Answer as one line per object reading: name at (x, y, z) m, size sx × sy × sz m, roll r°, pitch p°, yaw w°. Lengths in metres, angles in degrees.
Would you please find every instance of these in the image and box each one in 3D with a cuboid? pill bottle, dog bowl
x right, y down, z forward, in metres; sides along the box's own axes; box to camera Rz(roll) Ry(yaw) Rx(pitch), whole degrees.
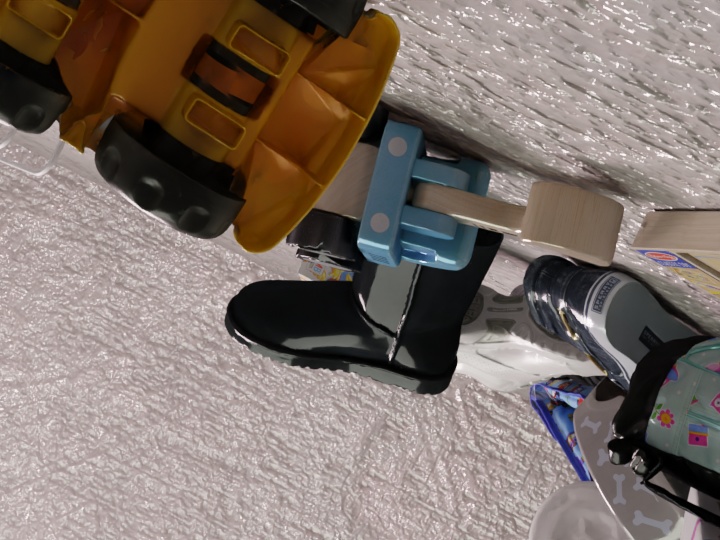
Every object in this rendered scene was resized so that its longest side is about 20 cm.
pill bottle at (0.239, 0.254, 1.253) m, size 0.110 × 0.112 × 0.199 m, roll 23°, pitch -179°, yaw 31°
dog bowl at (0.252, 0.176, 1.153) m, size 0.200 × 0.058 × 0.201 m, roll 46°, pitch -160°, yaw -22°

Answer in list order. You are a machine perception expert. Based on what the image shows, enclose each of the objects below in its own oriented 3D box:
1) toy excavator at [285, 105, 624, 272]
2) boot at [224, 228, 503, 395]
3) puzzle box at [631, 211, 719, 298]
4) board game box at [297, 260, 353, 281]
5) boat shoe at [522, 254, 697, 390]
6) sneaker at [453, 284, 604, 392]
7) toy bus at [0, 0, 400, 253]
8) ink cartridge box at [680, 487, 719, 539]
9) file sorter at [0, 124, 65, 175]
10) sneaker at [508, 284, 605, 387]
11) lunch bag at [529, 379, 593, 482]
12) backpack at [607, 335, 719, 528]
toy excavator at (0.058, -0.041, 0.859) m, size 0.198 × 0.101 × 0.194 m, roll 13°, pitch 176°, yaw 5°
boot at (0.000, 0.000, 1.060) m, size 0.198 × 0.169 × 0.077 m, roll 15°, pitch -143°, yaw 3°
puzzle box at (0.242, 0.009, 0.713) m, size 0.132 × 0.026 × 0.200 m, roll 29°, pitch 175°, yaw -15°
board game box at (0.015, -0.009, 1.229) m, size 0.102 × 0.106 × 0.200 m, roll 27°, pitch 174°, yaw 4°
boat shoe at (0.207, 0.051, 1.088) m, size 0.091 × 0.071 × 0.200 m, roll 25°, pitch 166°, yaw 44°
sneaker at (0.150, 0.067, 1.196) m, size 0.198 × 0.078 × 0.100 m, roll 8°, pitch 140°, yaw 28°
toy bus at (-0.102, -0.124, 0.647) m, size 0.199 × 0.136 × 0.192 m, roll 30°, pitch -170°, yaw -20°
ink cartridge box at (0.297, 0.218, 0.944) m, size 0.143 × 0.086 × 0.200 m, roll 8°, pitch -172°, yaw 10°
file sorter at (-0.340, -0.185, 1.151) m, size 0.199 × 0.126 × 0.138 m, roll 31°, pitch 172°, yaw -42°
sneaker at (0.209, 0.079, 1.300) m, size 0.113 × 0.076 × 0.200 m, roll 23°, pitch 174°, yaw 30°
lunch bag at (0.267, 0.139, 1.382) m, size 0.149 × 0.095 × 0.200 m, roll -3°, pitch -168°, yaw -10°
backpack at (0.291, 0.113, 0.920) m, size 0.166 × 0.128 × 0.199 m, roll 3°, pitch -168°, yaw -43°
